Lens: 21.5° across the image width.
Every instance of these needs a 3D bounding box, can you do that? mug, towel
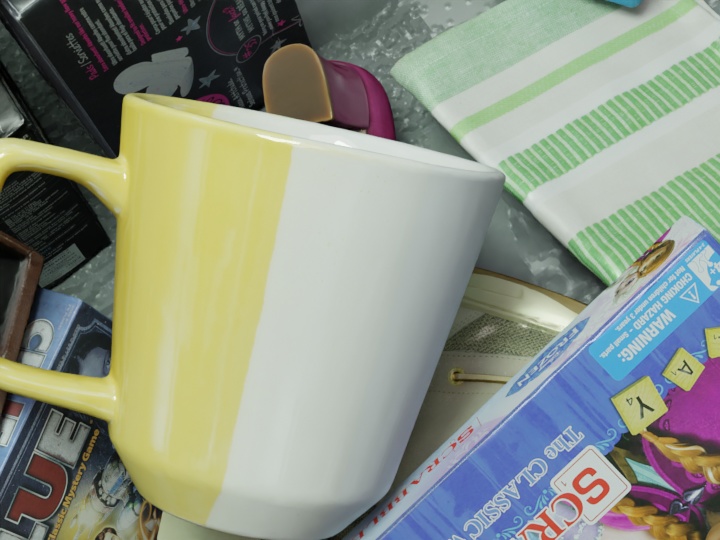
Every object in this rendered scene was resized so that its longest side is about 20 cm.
[{"bbox_3d":[-0.049,0.016,0.745,0.186,0.149,0.154,14,98,15],"label":"mug"},{"bbox_3d":[0.134,-0.063,0.846,0.152,0.023,0.200,-31,60,-22],"label":"towel"}]

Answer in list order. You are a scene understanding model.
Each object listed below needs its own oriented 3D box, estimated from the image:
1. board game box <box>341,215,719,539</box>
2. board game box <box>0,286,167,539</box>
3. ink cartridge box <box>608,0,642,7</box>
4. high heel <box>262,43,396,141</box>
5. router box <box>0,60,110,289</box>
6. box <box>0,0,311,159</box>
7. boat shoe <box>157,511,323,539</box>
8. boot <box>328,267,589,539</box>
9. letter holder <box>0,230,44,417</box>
[{"bbox_3d":[0.125,0.119,0.752,0.200,0.041,0.200,-44,99,4],"label":"board game box"},{"bbox_3d":[-0.133,0.124,0.799,0.035,0.135,0.200,14,74,34],"label":"board game box"},{"bbox_3d":[0.084,-0.250,0.841,0.146,0.200,0.146,18,61,13],"label":"ink cartridge box"},{"bbox_3d":[0.000,0.000,0.853,0.067,0.096,0.201,-7,79,21],"label":"high heel"},{"bbox_3d":[-0.203,-0.097,0.874,0.062,0.150,0.200,-33,71,-4],"label":"router box"},{"bbox_3d":[-0.116,-0.144,0.850,0.115,0.200,0.132,-38,71,-6],"label":"box"},{"bbox_3d":[-0.067,0.162,0.810,0.074,0.063,0.202,5,66,40],"label":"boat shoe"},{"bbox_3d":[0.096,0.098,0.809,0.200,0.072,0.155,20,75,19],"label":"boot"},{"bbox_3d":[-0.254,0.011,0.743,0.200,0.142,0.101,4,72,29],"label":"letter holder"}]
